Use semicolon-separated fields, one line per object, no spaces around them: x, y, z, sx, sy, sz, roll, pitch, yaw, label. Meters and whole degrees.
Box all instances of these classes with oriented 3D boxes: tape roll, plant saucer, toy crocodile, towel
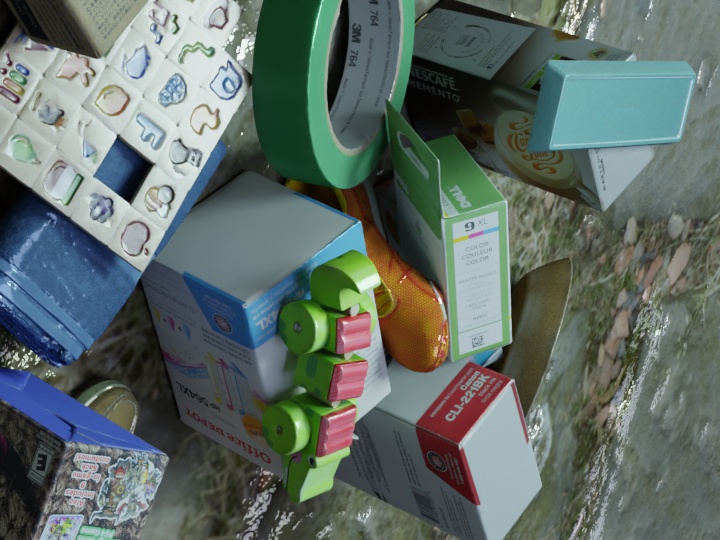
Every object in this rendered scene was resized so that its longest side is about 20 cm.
-0.017;-0.164;1.250;0.200;0.048;0.202;12;90;-70;tape roll
0.199;-0.126;1.278;0.199;0.019;0.070;-8;115;-49;plant saucer
-0.023;0.078;1.198;0.067;0.062;0.201;-11;119;-45;toy crocodile
0.148;0.077;1.574;0.200;0.035;0.202;-160;-90;-88;plant saucer
-0.185;-0.040;1.152;0.201;0.048;0.112;-56;132;-18;towel

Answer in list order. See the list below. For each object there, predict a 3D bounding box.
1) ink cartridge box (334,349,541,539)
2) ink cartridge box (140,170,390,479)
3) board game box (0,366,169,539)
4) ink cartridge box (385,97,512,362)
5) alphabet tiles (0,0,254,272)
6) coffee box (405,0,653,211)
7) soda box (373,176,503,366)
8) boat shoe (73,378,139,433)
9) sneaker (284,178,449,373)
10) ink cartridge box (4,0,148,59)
0.041;0.132;1.406;0.084;0.199;0.145;-47;140;-28;ink cartridge box
-0.070;0.052;1.283;0.125;0.128;0.201;-37;134;-32;ink cartridge box
-0.244;0.182;1.113;0.097;0.159;0.201;17;95;-52;board game box
0.072;-0.038;1.321;0.059;0.104;0.201;-17;129;-13;ink cartridge box
-0.161;-0.128;1.121;0.167;0.008;0.201;39;68;-30;alphabet tiles
0.133;-0.140;1.369;0.080;0.199;0.115;-45;139;-25;coffee box
0.071;0.003;1.467;0.063;0.068;0.201;-26;132;-11;soda box
-0.211;0.179;1.221;0.072;0.076;0.201;35;81;-52;boat shoe
0.000;0.000;1.311;0.077;0.201;0.073;-5;144;-52;sneaker
-0.164;-0.262;1.034;0.200;0.075;0.165;-55;142;-23;ink cartridge box
